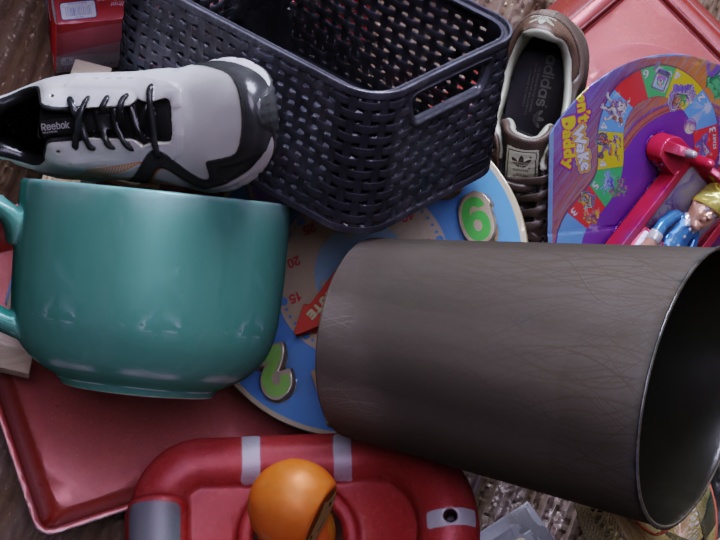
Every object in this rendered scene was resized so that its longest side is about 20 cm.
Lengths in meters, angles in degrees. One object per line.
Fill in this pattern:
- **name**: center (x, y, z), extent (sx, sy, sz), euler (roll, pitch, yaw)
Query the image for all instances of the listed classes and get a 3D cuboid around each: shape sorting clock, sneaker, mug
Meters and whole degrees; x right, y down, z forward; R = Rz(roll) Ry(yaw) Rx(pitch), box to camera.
- **shape sorting clock**: center (0.000, 0.000, 1.602), extent (0.200, 0.039, 0.200), euler (-3, 77, 12)
- **sneaker**: center (0.092, -0.057, 1.633), extent (0.070, 0.076, 0.200), euler (7, 90, 13)
- **mug**: center (-0.135, 0.010, 1.549), extent (0.185, 0.152, 0.115), euler (6, 91, 20)
- **sneaker**: center (-0.128, -0.077, 1.506), extent (0.080, 0.200, 0.074), euler (-2, 88, -47)

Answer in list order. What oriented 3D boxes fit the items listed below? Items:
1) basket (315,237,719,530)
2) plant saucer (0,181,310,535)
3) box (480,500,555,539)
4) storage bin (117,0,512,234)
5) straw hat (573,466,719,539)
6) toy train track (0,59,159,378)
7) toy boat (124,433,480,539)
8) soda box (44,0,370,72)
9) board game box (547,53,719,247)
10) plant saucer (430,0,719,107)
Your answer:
- **basket**: center (0.088, 0.049, 1.476), extent (0.200, 0.136, 0.180), euler (7, 33, 25)
- **plant saucer**: center (-0.128, 0.041, 1.634), extent (0.200, 0.037, 0.200), euler (-17, 74, -14)
- **box**: center (0.058, 0.252, 1.578), extent (0.200, 0.048, 0.158), euler (-31, 76, -17)
- **storage bin**: center (-0.029, -0.117, 1.560), extent (0.200, 0.094, 0.135), euler (30, 38, 29)
- **straw hat**: center (0.171, 0.129, 1.609), extent (0.201, 0.085, 0.201), euler (27, 48, -34)
- **toy train track**: center (-0.182, -0.036, 1.618), extent (0.115, 0.033, 0.200), euler (14, 70, -3)
- **toy boat**: center (-0.033, 0.143, 1.515), extent (0.200, 0.131, 0.131), euler (-3, 67, -1)
- **soda box**: center (-0.094, -0.172, 1.695), extent (0.200, 0.070, 0.063), euler (-6, 68, -9)
- **board game box**: center (0.186, -0.027, 1.627), extent (0.158, 0.039, 0.200), euler (-7, 103, -30)
- **plant saucer**: center (0.174, -0.088, 1.713), extent (0.200, 0.037, 0.200), euler (-40, 80, -18)
